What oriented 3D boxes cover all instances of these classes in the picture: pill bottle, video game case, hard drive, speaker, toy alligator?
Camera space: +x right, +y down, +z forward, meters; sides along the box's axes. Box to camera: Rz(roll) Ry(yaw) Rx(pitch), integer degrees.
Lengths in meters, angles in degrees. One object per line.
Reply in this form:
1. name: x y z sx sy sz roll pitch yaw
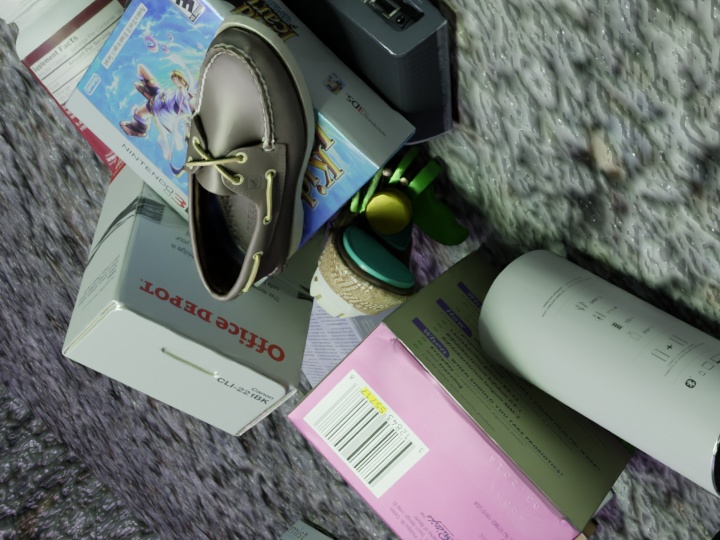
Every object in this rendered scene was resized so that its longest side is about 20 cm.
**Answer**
1. pill bottle: -0.189 -0.163 1.468 0.200 0.114 0.114 52 162 -11
2. video game case: -0.083 -0.097 1.223 0.181 0.045 0.200 43 147 -4
3. hard drive: -0.027 -0.166 1.188 0.200 0.042 0.135 41 162 22
4. speaker: 0.163 0.058 1.148 0.200 0.081 0.081 30 155 43
5. toy alligator: -0.014 -0.076 1.286 0.200 0.059 0.054 24 116 10

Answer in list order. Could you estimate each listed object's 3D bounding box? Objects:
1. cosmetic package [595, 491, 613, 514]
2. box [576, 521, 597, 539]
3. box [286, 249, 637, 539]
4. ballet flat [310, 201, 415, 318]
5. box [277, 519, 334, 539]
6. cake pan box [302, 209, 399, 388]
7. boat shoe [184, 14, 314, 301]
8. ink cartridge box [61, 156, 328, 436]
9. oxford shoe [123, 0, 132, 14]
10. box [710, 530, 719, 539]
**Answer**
1. cosmetic package: 0.088 0.126 1.446 0.200 0.102 0.074 53 161 -13
2. box: 0.101 0.154 1.607 0.200 0.021 0.163 49 162 2
3. box: 0.075 0.100 1.252 0.176 0.097 0.200 46 -155 4
4. ballet flat: 0.000 0.000 1.302 0.070 0.065 0.200 41 -165 -3
5. box: -0.067 0.443 2.374 0.097 0.176 0.200 20 147 58
6. cake pan box: -0.035 0.015 1.559 0.184 0.052 0.200 60 161 -8
7. boat shoe: -0.073 -0.063 1.157 0.072 0.060 0.200 27 142 19
8. ink cartridge box: -0.109 -0.006 1.343 0.144 0.200 0.084 28 137 -21
9. oxford shoe: -0.079 -0.151 1.320 0.073 0.084 0.200 -19 131 24
10. box: 0.297 0.265 1.229 0.200 0.104 0.148 49 163 -3
